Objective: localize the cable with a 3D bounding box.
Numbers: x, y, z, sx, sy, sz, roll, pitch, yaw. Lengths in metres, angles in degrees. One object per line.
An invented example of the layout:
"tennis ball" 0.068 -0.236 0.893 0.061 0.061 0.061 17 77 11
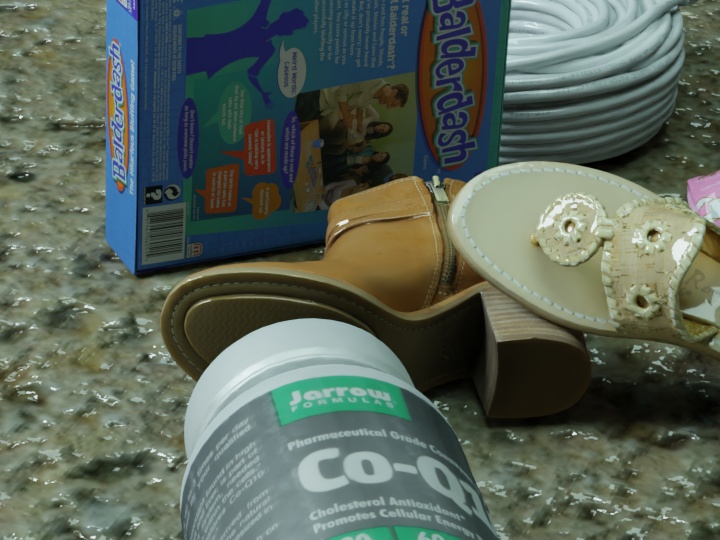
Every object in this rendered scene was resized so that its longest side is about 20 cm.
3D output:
"cable" 0.077 -0.121 1.506 0.200 0.069 0.200 11 29 17

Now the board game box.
"board game box" -0.025 -0.088 1.339 0.200 0.152 0.045 -9 29 -24

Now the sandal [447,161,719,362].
"sandal" 0.146 -0.001 1.188 0.212 0.070 0.078 27 65 -4

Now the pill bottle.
"pill bottle" -0.006 0.105 1.006 0.113 0.113 0.200 -3 28 -11

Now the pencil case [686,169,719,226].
"pencil case" 0.252 -0.027 1.272 0.200 0.087 0.083 -18 25 1

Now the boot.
"boot" 0.000 0.000 1.246 0.200 0.077 0.155 1 30 -13
